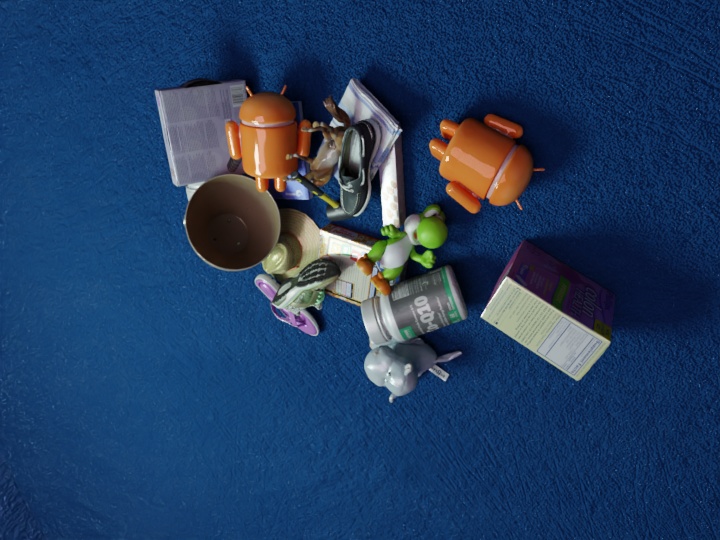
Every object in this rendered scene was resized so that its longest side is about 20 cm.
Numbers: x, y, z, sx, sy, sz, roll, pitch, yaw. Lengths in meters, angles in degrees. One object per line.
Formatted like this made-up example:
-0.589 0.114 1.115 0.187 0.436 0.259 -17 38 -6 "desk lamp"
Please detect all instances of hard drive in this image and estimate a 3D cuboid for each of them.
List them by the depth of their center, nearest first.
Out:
-0.174 -0.256 1.243 0.129 0.025 0.204 5 114 25 "hard drive"

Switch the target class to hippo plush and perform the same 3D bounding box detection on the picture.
0.083 0.220 1.247 0.198 0.161 0.161 30 123 11 "hippo plush"

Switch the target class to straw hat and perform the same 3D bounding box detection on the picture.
-0.182 -0.037 1.311 0.197 0.085 0.205 11 117 22 "straw hat"

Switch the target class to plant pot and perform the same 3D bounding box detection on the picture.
-0.283 -0.090 1.253 0.202 0.199 0.134 53 158 -4 "plant pot"

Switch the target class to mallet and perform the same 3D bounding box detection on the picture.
-0.084 -0.150 1.165 0.065 0.199 0.042 -11 67 35 "mallet"

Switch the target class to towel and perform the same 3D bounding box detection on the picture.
-0.010 -0.253 1.130 0.147 0.024 0.201 50 136 14 "towel"

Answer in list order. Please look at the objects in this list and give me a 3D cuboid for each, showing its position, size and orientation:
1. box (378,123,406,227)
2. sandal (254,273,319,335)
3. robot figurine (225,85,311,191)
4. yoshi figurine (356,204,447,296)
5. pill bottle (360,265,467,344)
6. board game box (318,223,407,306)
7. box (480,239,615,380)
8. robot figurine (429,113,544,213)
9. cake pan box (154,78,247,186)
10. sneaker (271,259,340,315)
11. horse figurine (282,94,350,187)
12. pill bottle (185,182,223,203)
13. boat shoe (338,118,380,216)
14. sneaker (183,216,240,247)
0.062 -0.187 1.145 0.038 0.041 0.204 6 116 25 "box"
-0.183 0.094 1.372 0.203 0.050 0.082 46 147 -12 "sandal"
-0.181 -0.263 1.151 0.141 0.116 0.204 14 119 26 "robot figurine"
0.092 -0.046 1.115 0.200 0.112 0.112 -43 66 1 "yoshi figurine"
0.108 0.074 1.164 0.197 0.113 0.115 -21 103 13 "pill bottle"
0.000 0.000 1.258 0.197 0.046 0.154 20 120 18 "board game box"
0.340 0.063 1.034 0.198 0.176 0.098 34 124 9 "box"
0.218 -0.190 1.019 0.198 0.144 0.117 31 145 11 "robot figurine"
-0.316 -0.291 1.196 0.052 0.182 0.204 27 129 52 "cake pan box"
-0.105 0.044 1.272 0.198 0.078 0.088 -26 125 38 "sneaker"
-0.072 -0.234 1.114 0.050 0.131 0.201 55 126 29 "horse figurine"
-0.355 -0.259 1.282 0.112 0.114 0.204 6 115 24 "pill bottle"
-0.016 -0.190 1.105 0.075 0.060 0.203 30 128 30 "boat shoe"
-0.353 -0.097 1.370 0.196 0.089 0.078 13 118 22 "sneaker"
